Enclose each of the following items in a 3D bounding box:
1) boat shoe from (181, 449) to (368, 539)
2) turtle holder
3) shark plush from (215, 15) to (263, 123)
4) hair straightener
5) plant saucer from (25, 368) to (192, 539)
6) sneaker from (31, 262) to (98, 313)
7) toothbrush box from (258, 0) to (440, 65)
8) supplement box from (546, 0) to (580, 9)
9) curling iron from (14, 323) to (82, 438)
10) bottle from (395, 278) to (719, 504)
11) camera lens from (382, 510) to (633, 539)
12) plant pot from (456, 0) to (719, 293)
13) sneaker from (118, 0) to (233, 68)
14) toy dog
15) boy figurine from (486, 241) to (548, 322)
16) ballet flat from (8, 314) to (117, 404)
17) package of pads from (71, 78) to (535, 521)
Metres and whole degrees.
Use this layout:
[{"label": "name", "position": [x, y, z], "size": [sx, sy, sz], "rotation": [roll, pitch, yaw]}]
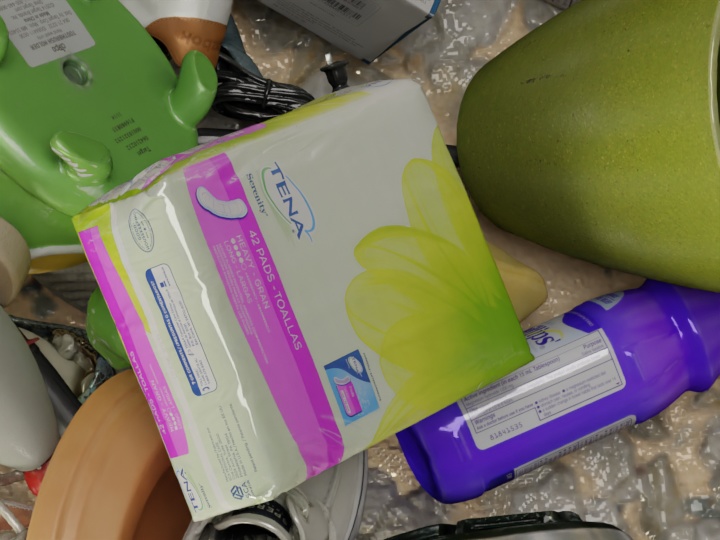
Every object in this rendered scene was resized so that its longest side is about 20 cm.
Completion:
[{"label": "boat shoe", "position": [-0.048, 0.124, 1.318], "size": [0.072, 0.066, 0.200], "rotation": [25, 57, 8]}, {"label": "turtle holder", "position": [-0.145, -0.057, 1.365], "size": [0.185, 0.132, 0.141], "rotation": [36, 39, -18]}, {"label": "shark plush", "position": [-0.087, -0.166, 1.503], "size": [0.083, 0.091, 0.200], "rotation": [-25, 71, -40]}, {"label": "hair straightener", "position": [-0.029, -0.074, 1.479], "size": [0.200, 0.041, 0.077], "rotation": [12, 94, -2]}, {"label": "plant saucer", "position": [-0.097, 0.147, 1.353], "size": [0.037, 0.200, 0.200], "rotation": [4, 74, 22]}, {"label": "sneaker", "position": [-0.111, -0.018, 1.468], "size": [0.200, 0.074, 0.082], "rotation": [38, 58, 4]}, {"label": "toothbrush box", "position": [-0.004, -0.232, 1.478], "size": [0.146, 0.085, 0.200], "rotation": [30, 65, -15]}, {"label": "supplement box", "position": [0.167, -0.184, 1.514], "size": [0.200, 0.074, 0.126], "rotation": [27, 77, 3]}, {"label": "curling iron", "position": [-0.163, 0.031, 1.399], "size": [0.050, 0.026, 0.200], "rotation": [-29, 75, -28]}, {"label": "bottle", "position": [0.115, 0.050, 1.446], "size": [0.200, 0.084, 0.065], "rotation": [-24, 97, -8]}, {"label": "camera lens", "position": [0.069, 0.221, 1.361], "size": [0.160, 0.160, 0.200], "rotation": [-8, 76, -5]}, {"label": "plant pot", "position": [0.150, -0.072, 1.415], "size": [0.187, 0.200, 0.187], "rotation": [4, 84, -45]}, {"label": "sneaker", "position": [-0.150, -0.129, 1.450], "size": [0.200, 0.073, 0.085], "rotation": [5, 89, 38]}, {"label": "toy dog", "position": [-0.184, 0.071, 1.327], "size": [0.096, 0.132, 0.200], "rotation": [-2, 111, 26]}, {"label": "boy figurine", "position": [0.000, 0.000, 1.425], "size": [0.200, 0.064, 0.124], "rotation": [1, 72, -33]}, {"label": "ballet flat", "position": [-0.213, 0.036, 1.440], "size": [0.200, 0.074, 0.074], "rotation": [11, 75, -1]}, {"label": "package of pads", "position": [-0.025, 0.006, 1.311], "size": [0.200, 0.068, 0.155], "rotation": [-24, 93, -48]}]
